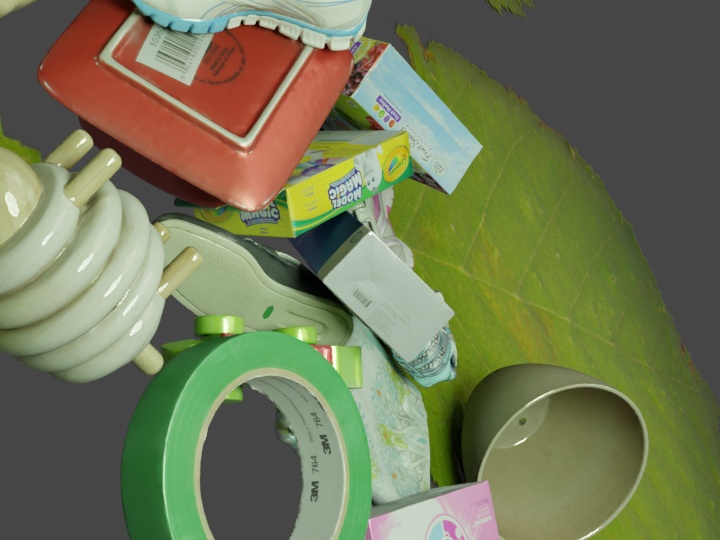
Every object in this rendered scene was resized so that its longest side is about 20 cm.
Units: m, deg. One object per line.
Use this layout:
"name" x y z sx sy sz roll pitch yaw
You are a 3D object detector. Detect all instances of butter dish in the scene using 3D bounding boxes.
"butter dish" -0.137 -0.132 0.928 0.199 0.148 0.201 31 55 -6

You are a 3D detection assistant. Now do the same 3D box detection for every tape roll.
"tape roll" -0.074 0.145 0.810 0.200 0.048 0.202 15 69 -46

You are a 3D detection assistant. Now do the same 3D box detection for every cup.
"cup" 0.188 0.180 1.253 0.200 0.200 0.143 49 1 -30

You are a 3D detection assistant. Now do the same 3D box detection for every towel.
"towel" -0.001 0.130 1.055 0.200 0.048 0.172 48 28 -31

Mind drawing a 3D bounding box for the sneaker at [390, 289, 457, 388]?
"sneaker" 0.060 0.076 1.165 0.087 0.077 0.200 64 8 1

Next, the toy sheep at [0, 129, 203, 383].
"toy sheep" -0.179 0.001 0.720 0.200 0.137 0.138 53 26 -35

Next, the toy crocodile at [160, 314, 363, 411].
"toy crocodile" -0.071 0.073 0.903 0.199 0.062 0.068 10 75 -41

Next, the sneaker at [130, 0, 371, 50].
"sneaker" -0.078 -0.225 0.864 0.198 0.087 0.076 1 64 -22

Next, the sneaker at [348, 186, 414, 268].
"sneaker" -0.008 -0.044 1.185 0.088 0.081 0.201 39 26 -41

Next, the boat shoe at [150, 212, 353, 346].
"boat shoe" -0.095 0.007 0.956 0.199 0.072 0.068 29 23 -32

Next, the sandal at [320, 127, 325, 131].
"sandal" -0.099 -0.114 1.114 0.200 0.045 0.075 -23 82 -52

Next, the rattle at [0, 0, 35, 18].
"rattle" -0.269 -0.293 0.825 0.130 0.142 0.201 -46 115 -45

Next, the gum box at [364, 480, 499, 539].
"gum box" 0.048 0.247 0.958 0.199 0.066 0.114 -1 78 -55

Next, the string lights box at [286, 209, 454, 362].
"string lights box" 0.000 0.000 1.003 0.103 0.059 0.200 44 0 -19

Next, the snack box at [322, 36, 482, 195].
"snack box" 0.000 -0.167 1.148 0.169 0.068 0.200 40 -6 -40

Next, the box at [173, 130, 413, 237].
"box" -0.056 -0.074 1.003 0.200 0.117 0.049 -28 115 -47
